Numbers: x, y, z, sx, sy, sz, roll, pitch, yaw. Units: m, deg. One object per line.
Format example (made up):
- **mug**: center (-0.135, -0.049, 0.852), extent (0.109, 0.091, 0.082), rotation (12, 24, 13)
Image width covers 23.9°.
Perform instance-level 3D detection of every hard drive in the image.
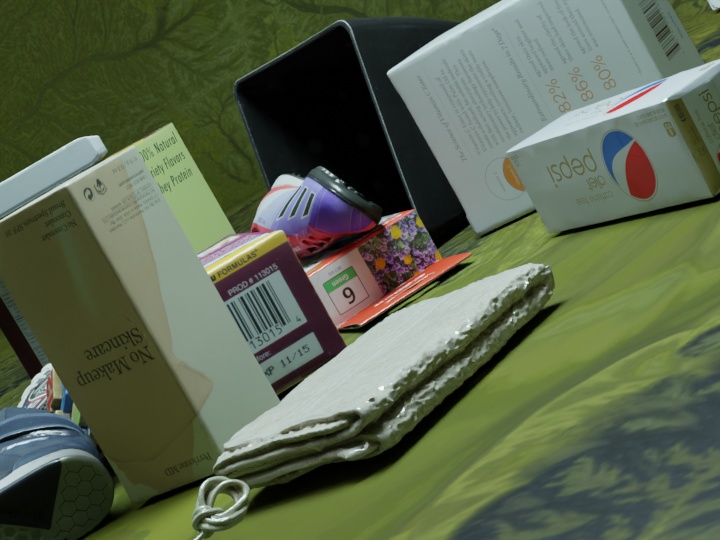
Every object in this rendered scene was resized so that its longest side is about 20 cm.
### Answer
- **hard drive**: center (-0.290, -0.079, 1.516), extent (0.131, 0.026, 0.200), rotation (-31, 8, -3)

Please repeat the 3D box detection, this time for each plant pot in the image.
- **plant pot**: center (0.034, -0.119, 1.528), extent (0.177, 0.201, 0.199), rotation (-19, 0, -35)

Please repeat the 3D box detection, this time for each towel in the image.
- **towel**: center (0.017, 0.060, 0.949), extent (0.132, 0.035, 0.200), rotation (-21, 11, 44)

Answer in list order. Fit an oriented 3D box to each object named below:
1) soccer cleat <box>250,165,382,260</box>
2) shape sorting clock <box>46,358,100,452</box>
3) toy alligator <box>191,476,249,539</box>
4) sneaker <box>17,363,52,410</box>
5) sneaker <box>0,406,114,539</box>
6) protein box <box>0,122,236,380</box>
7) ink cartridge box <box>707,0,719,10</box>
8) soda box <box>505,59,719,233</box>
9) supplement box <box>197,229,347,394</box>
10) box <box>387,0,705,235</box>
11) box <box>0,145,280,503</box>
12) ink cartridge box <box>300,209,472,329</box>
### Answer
- **soccer cleat**: center (-0.040, -0.037, 1.353), extent (0.073, 0.068, 0.200), rotation (-56, 17, -9)
- **shape sorting clock**: center (-0.213, 0.063, 1.264), extent (0.039, 0.201, 0.200), rotation (1, 0, -15)
- **toy alligator**: center (-0.121, 0.163, 0.737), extent (0.200, 0.059, 0.054), rotation (-35, -31, -35)
- **sneaker**: center (-0.191, 0.088, 1.378), extent (0.199, 0.081, 0.075), rotation (-31, 10, -11)
- **sneaker**: center (-0.267, 0.161, 1.138), extent (0.201, 0.077, 0.146), rotation (-22, 17, -9)
- **protein box**: center (-0.218, 0.008, 1.544), extent (0.135, 0.201, 0.198), rotation (-24, 10, 36)
- **ink cartridge box**: center (0.464, -0.384, 1.950), extent (0.144, 0.085, 0.200), rotation (-27, 9, 26)
- **soda box**: center (0.177, -0.077, 1.096), extent (0.064, 0.068, 0.200), rotation (-33, 8, -23)
- **supplement box**: center (-0.107, 0.045, 1.248), extent (0.131, 0.104, 0.200), rotation (-31, 8, -12)
- **box**: center (0.151, -0.145, 1.324), extent (0.199, 0.153, 0.106), rotation (-25, 10, 32)
- **box**: center (-0.143, 0.035, 1.073), extent (0.095, 0.201, 0.078), rotation (-25, 8, 35)
- **ink cartridge box**: center (0.000, 0.000, 1.334), extent (0.109, 0.051, 0.200), rotation (-32, 7, -17)
